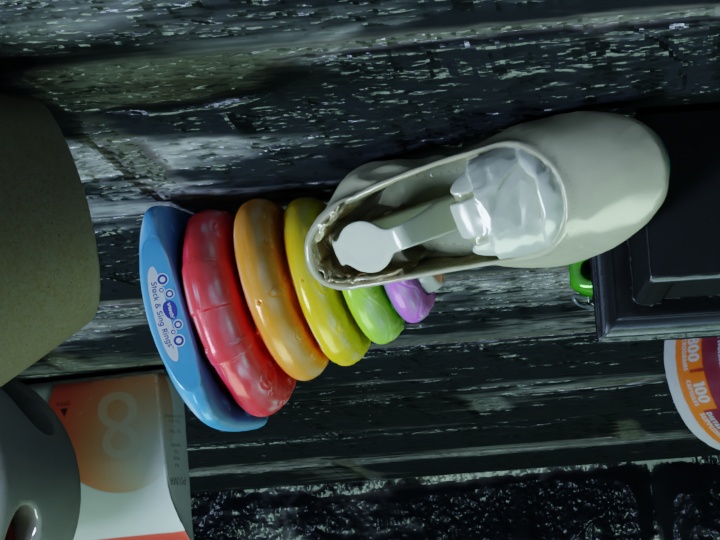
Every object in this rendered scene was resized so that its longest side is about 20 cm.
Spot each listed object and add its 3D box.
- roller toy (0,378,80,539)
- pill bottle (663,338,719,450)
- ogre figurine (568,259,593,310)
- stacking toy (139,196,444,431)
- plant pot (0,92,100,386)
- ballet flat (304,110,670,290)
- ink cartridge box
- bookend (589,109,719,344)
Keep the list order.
[{"bbox_3d":[-0.293,0.158,2.033,0.182,0.200,0.140,-14,169,23],"label":"roller toy"},{"bbox_3d":[0.292,0.046,1.784,0.114,0.114,0.200,3,169,-40],"label":"pill bottle"},{"bbox_3d":[0.219,0.004,1.565,0.200,0.098,0.120,21,177,-35],"label":"ogre figurine"},{"bbox_3d":[0.000,0.000,1.447,0.200,0.116,0.110,-17,172,13],"label":"stacking toy"},{"bbox_3d":[-0.209,0.002,1.125,0.200,0.187,0.187,-16,176,-20],"label":"plant pot"},{"bbox_3d":[0.050,-0.025,1.321,0.069,0.070,0.200,4,168,-43],"label":"ballet flat"},{"bbox_3d":[-0.206,0.181,2.185,0.162,0.200,0.050,-8,171,22],"label":"ink cartridge box"},{"bbox_3d":[0.207,-0.031,1.292,0.199,0.092,0.200,-3,171,-1],"label":"bookend"}]
